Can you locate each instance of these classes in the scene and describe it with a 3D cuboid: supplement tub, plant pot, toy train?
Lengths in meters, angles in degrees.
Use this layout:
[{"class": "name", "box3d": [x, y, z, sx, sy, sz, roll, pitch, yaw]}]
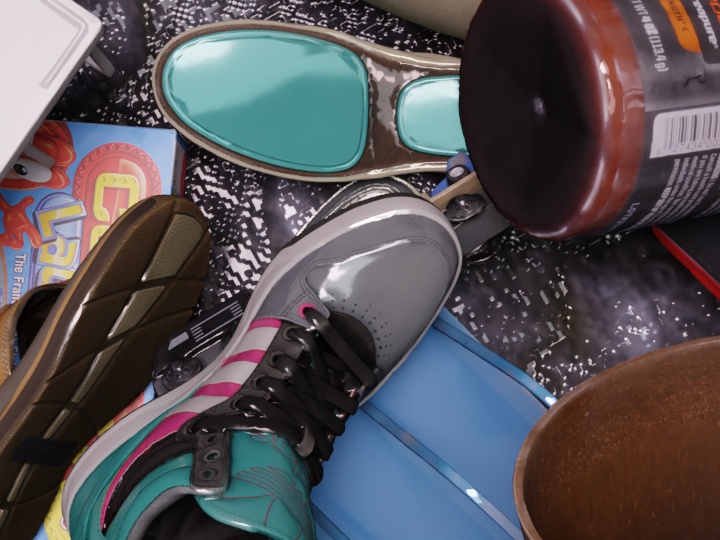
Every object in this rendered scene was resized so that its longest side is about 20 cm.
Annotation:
[{"class": "supplement tub", "box3d": [0.146, -0.076, 0.728, 0.199, 0.107, 0.108, -10, 86, -29]}, {"class": "plant pot", "box3d": [0.157, 0.153, 0.639, 0.186, 0.187, 0.201, -9, 115, -1]}, {"class": "toy train", "box3d": [0.000, 0.000, 0.757, 0.199, 0.046, 0.034, -30, 127, -4]}]

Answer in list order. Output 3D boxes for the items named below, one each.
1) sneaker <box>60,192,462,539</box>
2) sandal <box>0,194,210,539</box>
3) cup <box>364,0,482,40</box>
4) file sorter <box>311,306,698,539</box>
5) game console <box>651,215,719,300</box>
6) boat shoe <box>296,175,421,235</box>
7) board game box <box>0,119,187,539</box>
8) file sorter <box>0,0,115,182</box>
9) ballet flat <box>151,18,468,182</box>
[{"class": "sneaker", "box3d": [-0.029, 0.063, 0.676, 0.200, 0.121, 0.084, -44, 118, 6]}, {"class": "sandal", "box3d": [-0.135, 0.049, 0.745, 0.054, 0.082, 0.200, 34, 93, 24]}, {"class": "cup", "box3d": [0.056, -0.178, 0.766, 0.200, 0.200, 0.143, -47, 117, -3]}, {"class": "file sorter", "box3d": [0.026, 0.138, 0.737, 0.200, 0.123, 0.139, -49, 116, -5]}, {"class": "game console", "box3d": [0.247, -0.016, 0.754, 0.199, 0.031, 0.177, -25, 49, -16]}, {"class": "boat shoe", "box3d": [-0.026, 0.046, 0.798, 0.073, 0.062, 0.201, 31, 86, 2]}, {"class": "board game box", "box3d": [-0.183, 0.030, 0.801, 0.195, 0.056, 0.201, 4, 86, 0]}, {"class": "file sorter", "box3d": [-0.208, -0.045, 0.715, 0.138, 0.125, 0.200, 34, 87, 1]}, {"class": "ballet flat", "box3d": [0.007, -0.071, 0.804, 0.199, 0.069, 0.070, 9, 86, -3]}]
